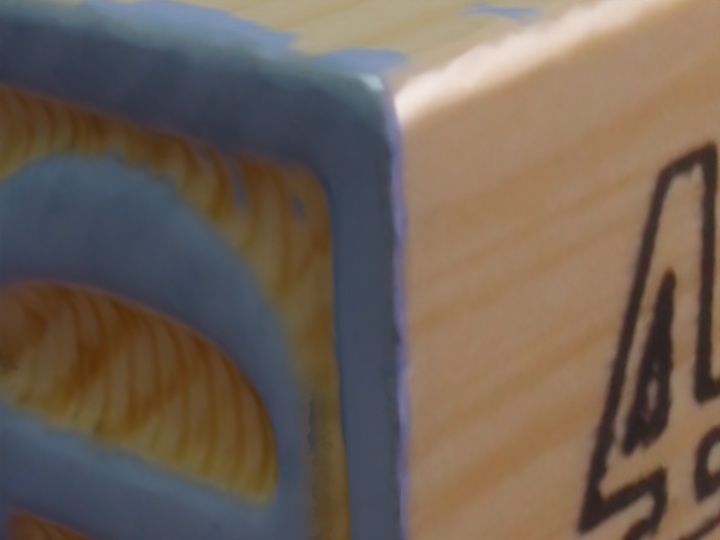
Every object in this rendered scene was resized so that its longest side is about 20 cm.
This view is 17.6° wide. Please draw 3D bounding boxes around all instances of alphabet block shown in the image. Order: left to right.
[{"bbox_3d":[0.000,0.000,0.624,0.195,0.198,0.200,18,29,35],"label":"alphabet block"}]
